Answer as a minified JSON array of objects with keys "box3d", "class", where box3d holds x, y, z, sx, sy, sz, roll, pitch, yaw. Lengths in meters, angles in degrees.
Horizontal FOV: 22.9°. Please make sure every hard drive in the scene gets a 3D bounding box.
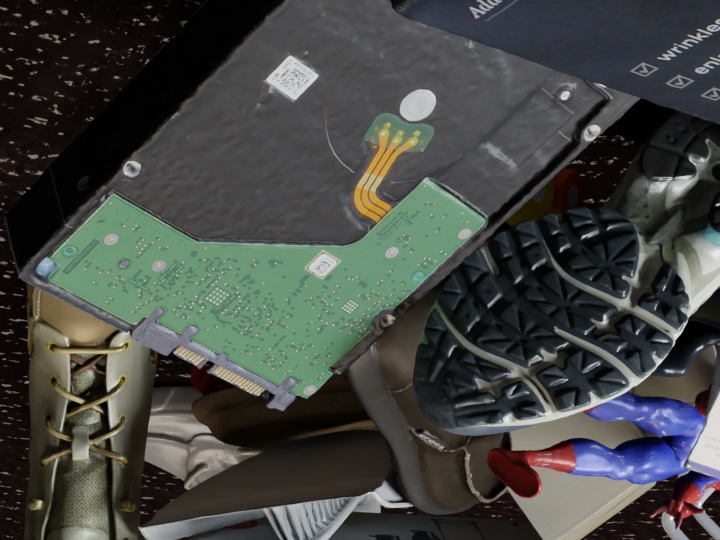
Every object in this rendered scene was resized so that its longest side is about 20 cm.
[{"box3d":[-0.007,-0.046,0.612,0.200,0.038,0.140,-44,132,18],"class":"hard drive"}]

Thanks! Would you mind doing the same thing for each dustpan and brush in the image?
[{"box3d":[-0.011,0.116,0.948,0.139,0.057,0.200,-12,-170,25],"class":"dustpan and brush"}]

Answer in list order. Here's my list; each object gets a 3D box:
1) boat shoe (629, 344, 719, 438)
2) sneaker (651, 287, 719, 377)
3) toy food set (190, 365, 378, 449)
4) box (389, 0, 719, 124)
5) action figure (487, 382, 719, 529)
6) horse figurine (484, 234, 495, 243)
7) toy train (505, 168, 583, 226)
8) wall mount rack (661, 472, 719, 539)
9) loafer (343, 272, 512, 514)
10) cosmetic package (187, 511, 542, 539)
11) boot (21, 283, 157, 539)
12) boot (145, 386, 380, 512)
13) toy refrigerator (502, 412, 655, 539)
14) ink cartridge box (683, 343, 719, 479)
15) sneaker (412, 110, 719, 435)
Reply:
[{"box3d":[0.180,0.047,0.960,0.067,0.057,0.200,39,162,18],"class":"boat shoe"},{"box3d":[0.200,-0.002,0.783,0.074,0.081,0.200,20,152,-39],"class":"sneaker"},{"box3d":[0.000,0.065,0.985,0.197,0.049,0.200,-1,168,-13],"class":"toy food set"},{"box3d":[0.140,-0.124,0.426,0.196,0.125,0.200,13,156,-29],"class":"box"},{"box3d":[0.150,0.081,0.843,0.199,0.066,0.052,4,-164,-42],"class":"action figure"},{"box3d":[0.000,0.000,0.851,0.199,0.050,0.132,-4,163,22],"class":"horse figurine"},{"box3d":[-0.010,-0.047,0.737,0.199,0.056,0.150,-2,-174,-16],"class":"toy train"},{"box3d":[0.251,0.094,0.991,0.174,0.075,0.200,-47,164,11],"class":"wall mount rack"},{"box3d":[0.047,0.061,0.824,0.071,0.073,0.200,-6,153,15],"class":"loafer"},{"box3d":[0.006,0.170,0.946,0.199,0.052,0.151,4,-175,-6],"class":"cosmetic package"},{"box3d":[-0.139,0.074,0.902,0.072,0.155,0.200,4,158,-3],"class":"boot"},{"box3d":[-0.082,0.130,1.118,0.199,0.096,0.074,2,158,0],"class":"boot"},{"box3d":[0.120,0.110,1.010,0.076,0.070,0.200,-36,168,1],"class":"toy refrigerator"},{"box3d":[0.212,0.013,0.723,0.099,0.039,0.201,19,124,-3],"class":"ink cartridge box"},{"box3d":[0.096,0.015,0.703,0.200,0.078,0.086,-33,159,-31],"class":"sneaker"}]
